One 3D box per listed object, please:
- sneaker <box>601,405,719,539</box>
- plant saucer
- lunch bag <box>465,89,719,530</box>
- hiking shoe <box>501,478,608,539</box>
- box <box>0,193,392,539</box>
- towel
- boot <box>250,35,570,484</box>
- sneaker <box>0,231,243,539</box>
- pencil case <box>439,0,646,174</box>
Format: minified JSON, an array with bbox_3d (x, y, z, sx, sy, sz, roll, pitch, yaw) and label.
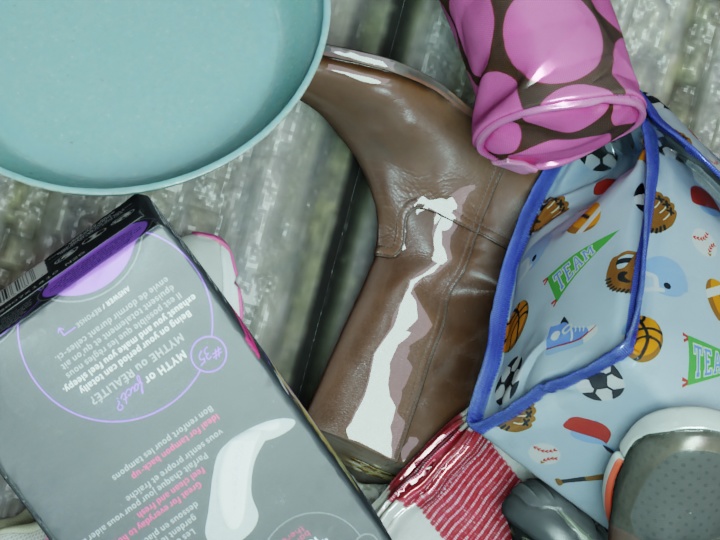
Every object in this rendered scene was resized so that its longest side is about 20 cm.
[{"bbox_3d":[0.143,0.154,1.191,0.077,0.082,0.200,3,123,-1],"label":"sneaker"},{"bbox_3d":[-0.112,-0.111,1.248,0.199,0.036,0.200,-1,59,2],"label":"plant saucer"},{"bbox_3d":[0.158,0.023,1.274,0.170,0.124,0.200,40,42,-25],"label":"lunch bag"},{"bbox_3d":[0.096,0.199,1.294,0.100,0.076,0.200,-28,113,-16],"label":"hiking shoe"},{"bbox_3d":[-0.084,0.084,1.181,0.122,0.106,0.200,-35,102,-2],"label":"box"},{"bbox_3d":[0.037,0.172,1.306,0.200,0.023,0.144,-46,122,-8],"label":"towel"},{"bbox_3d":[0.000,0.000,1.302,0.186,0.064,0.201,20,91,-14],"label":"boot"},{"bbox_3d":[-0.117,0.072,1.264,0.088,0.081,0.201,21,85,-14],"label":"sneaker"},{"bbox_3d":[0.063,-0.142,1.264,0.091,0.094,0.200,11,54,-51],"label":"pencil case"}]
